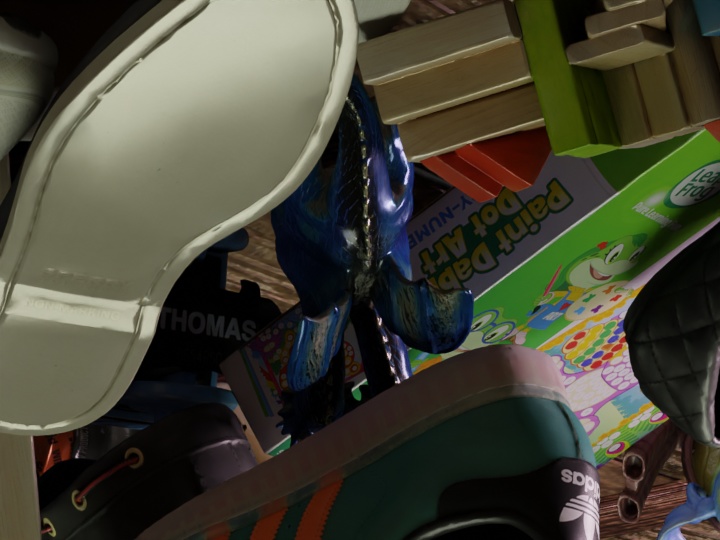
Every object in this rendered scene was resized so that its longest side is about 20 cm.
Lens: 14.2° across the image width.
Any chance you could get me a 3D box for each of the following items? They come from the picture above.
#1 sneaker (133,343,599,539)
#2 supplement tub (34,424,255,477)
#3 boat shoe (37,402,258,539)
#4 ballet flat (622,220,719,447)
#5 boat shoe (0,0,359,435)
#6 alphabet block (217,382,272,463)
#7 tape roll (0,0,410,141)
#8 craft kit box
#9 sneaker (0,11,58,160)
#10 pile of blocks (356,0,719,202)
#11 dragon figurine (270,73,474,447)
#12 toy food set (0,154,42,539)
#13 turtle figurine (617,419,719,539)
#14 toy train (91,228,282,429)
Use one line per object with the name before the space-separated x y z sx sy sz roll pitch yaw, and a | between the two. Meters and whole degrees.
sneaker | -0.012 0.105 0.897 0.200 0.080 0.071 -36 137 21
supplement tub | -0.128 0.085 1.196 0.122 0.123 0.200 -11 163 17
boat shoe | -0.091 0.097 1.033 0.074 0.063 0.201 -17 172 -34
ballet flat | 0.160 -0.024 0.949 0.066 0.057 0.200 -2 138 -48
boat shoe | -0.065 -0.034 0.795 0.073 0.063 0.200 13 137 -24
alphabet block | -0.028 0.197 1.363 0.195 0.200 0.196 -47 150 16
tape roll | -0.085 -0.084 0.789 0.202 0.037 0.203 -5 164 -1
craft kit box | 0.080 0.011 1.044 0.197 0.049 0.200 -40 153 17
sneaker | -0.151 0.000 0.802 0.200 0.081 0.075 -37 149 30
pile of blocks | 0.100 -0.058 0.832 0.200 0.062 0.082 -15 177 -8
dragon figurine | 0.000 0.000 0.884 0.059 0.100 0.200 -11 165 -8
toy food set | -0.174 0.041 0.913 0.143 0.200 0.060 -5 -172 -3
turtle figurine | 0.210 0.066 1.177 0.200 0.144 0.194 -36 -175 8
toy train | -0.126 0.014 1.018 0.200 0.087 0.114 9 170 -34
